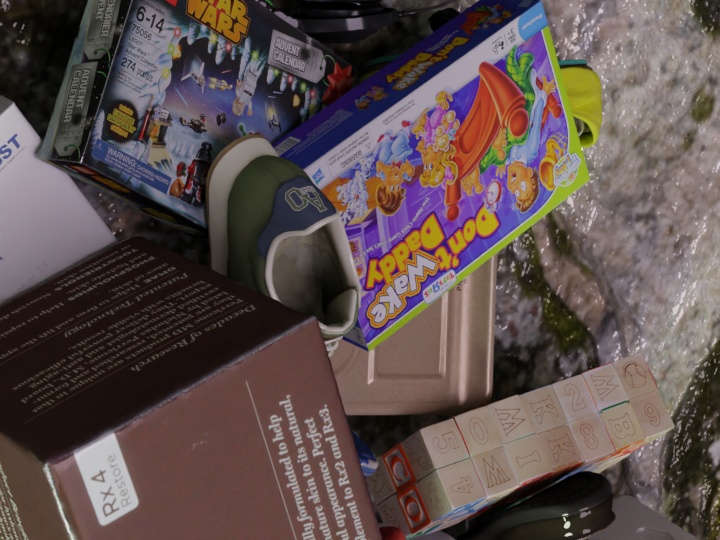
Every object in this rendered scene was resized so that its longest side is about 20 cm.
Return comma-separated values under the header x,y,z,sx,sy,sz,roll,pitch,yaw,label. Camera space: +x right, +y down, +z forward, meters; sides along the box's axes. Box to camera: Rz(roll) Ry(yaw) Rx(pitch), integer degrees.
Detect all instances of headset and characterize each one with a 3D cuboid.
x,y,z,sx,sy,sz,roll,pitch,yaw,label
-0.003,-0.195,1.314,0.199,0.094,0.124,25,90,-24,headset

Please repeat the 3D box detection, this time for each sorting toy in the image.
x,y,z,sx,sy,sz,roll,pitch,yaw,label
0.000,0.000,1.375,0.198,0.036,0.187,3,89,-33,sorting toy

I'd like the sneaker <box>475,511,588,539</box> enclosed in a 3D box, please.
x,y,z,sx,sy,sz,roll,pitch,yaw,label
0.131,0.260,1.548,0.075,0.090,0.202,-22,119,-30,sneaker

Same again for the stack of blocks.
x,y,z,sx,sy,sz,roll,pitch,yaw,label
0.102,0.126,1.454,0.199,0.115,0.059,-15,75,-34,stack of blocks

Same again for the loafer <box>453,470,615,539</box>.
x,y,z,sx,sy,sz,roll,pitch,yaw,label
0.119,0.195,1.451,0.073,0.200,0.072,-23,80,-31,loafer

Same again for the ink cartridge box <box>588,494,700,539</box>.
x,y,z,sx,sy,sz,roll,pitch,yaw,label
0.222,0.291,1.591,0.084,0.146,0.202,-27,119,-24,ink cartridge box

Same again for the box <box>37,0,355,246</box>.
x,y,z,sx,sy,sz,roll,pitch,yaw,label
-0.090,-0.093,1.236,0.199,0.040,0.138,28,74,-50,box

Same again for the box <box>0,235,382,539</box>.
x,y,z,sx,sy,sz,roll,pitch,yaw,label
-0.118,0.106,1.135,0.163,0.199,0.167,-28,118,-26,box

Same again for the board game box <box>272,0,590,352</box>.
x,y,z,sx,sy,sz,roll,pitch,yaw,label
0.045,-0.064,1.305,0.199,0.045,0.135,-37,126,-25,board game box

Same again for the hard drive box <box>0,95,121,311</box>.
x,y,z,sx,sy,sz,roll,pitch,yaw,label
-0.216,0.018,1.215,0.156,0.077,0.201,-46,127,-15,hard drive box

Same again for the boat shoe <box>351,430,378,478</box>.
x,y,z,sx,sy,sz,roll,pitch,yaw,label
-0.084,0.116,1.355,0.198,0.072,0.073,17,107,-26,boat shoe

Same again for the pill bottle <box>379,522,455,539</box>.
x,y,z,sx,sy,sz,roll,pitch,yaw,label
0.023,0.283,1.463,0.110,0.111,0.202,-8,111,-34,pill bottle

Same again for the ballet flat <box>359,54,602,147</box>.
x,y,z,sx,sy,sz,roll,pitch,yaw,label
0.087,-0.106,1.392,0.199,0.067,0.068,-3,80,-40,ballet flat

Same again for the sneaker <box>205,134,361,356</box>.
x,y,z,sx,sy,sz,roll,pitch,yaw,label
-0.039,0.025,1.230,0.067,0.090,0.202,-28,133,-28,sneaker

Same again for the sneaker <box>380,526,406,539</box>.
x,y,z,sx,sy,sz,roll,pitch,yaw,label
-0.002,0.253,1.373,0.116,0.200,0.078,46,42,1,sneaker
